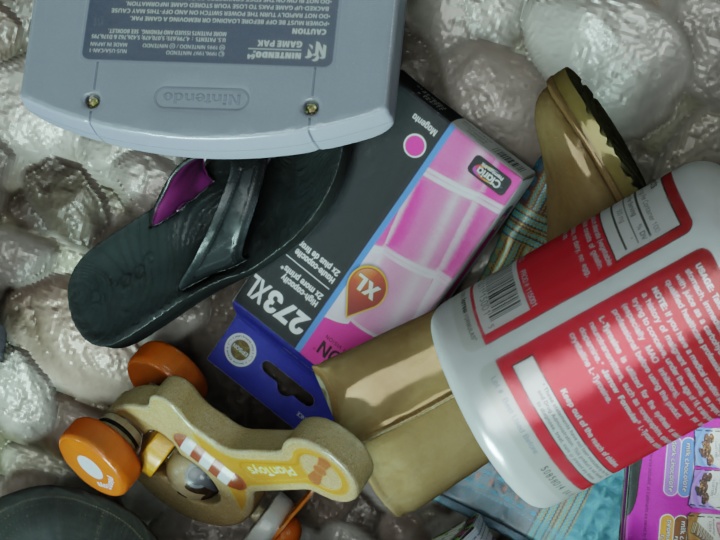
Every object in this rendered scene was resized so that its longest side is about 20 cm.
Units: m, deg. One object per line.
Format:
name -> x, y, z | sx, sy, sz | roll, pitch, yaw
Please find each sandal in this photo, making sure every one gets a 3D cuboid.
sandal -> -0.085, -0.025, 1.216 | 0.200, 0.048, 0.076 | -39, 64, 20

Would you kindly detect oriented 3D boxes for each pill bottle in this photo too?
pill bottle -> 0.143, 0.020, 1.076 | 0.199, 0.112, 0.113 | -30, 94, 12

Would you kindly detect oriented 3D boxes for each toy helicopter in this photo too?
toy helicopter -> -0.060, 0.109, 1.207 | 0.199, 0.079, 0.133 | -6, 126, 51

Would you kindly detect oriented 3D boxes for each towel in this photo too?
towel -> 0.118, 0.058, 1.222 | 0.146, 0.022, 0.201 | 26, 105, 5

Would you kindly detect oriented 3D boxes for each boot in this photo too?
boot -> 0.064, 0.016, 1.164 | 0.199, 0.066, 0.176 | -27, 106, 10

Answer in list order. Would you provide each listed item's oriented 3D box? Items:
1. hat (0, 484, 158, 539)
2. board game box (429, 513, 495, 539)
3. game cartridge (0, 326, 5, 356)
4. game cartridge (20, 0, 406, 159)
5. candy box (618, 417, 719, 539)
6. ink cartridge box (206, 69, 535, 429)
hat -> -0.146, 0.214, 1.264 | 0.200, 0.081, 0.202 | -7, 79, 39
board game box -> 0.001, 0.224, 1.188 | 0.199, 0.062, 0.201 | -31, 97, 9
game cartridge -> -0.304, 0.042, 1.244 | 0.199, 0.042, 0.133 | 20, 127, -15
game cartridge -> -0.075, -0.126, 1.189 | 0.199, 0.042, 0.134 | 3, 78, 11
candy box -> 0.235, 0.135, 1.182 | 0.199, 0.061, 0.137 | 5, 104, 5
ink cartridge box -> 0.000, 0.000, 1.224 | 0.095, 0.037, 0.201 | 37, 108, 10
